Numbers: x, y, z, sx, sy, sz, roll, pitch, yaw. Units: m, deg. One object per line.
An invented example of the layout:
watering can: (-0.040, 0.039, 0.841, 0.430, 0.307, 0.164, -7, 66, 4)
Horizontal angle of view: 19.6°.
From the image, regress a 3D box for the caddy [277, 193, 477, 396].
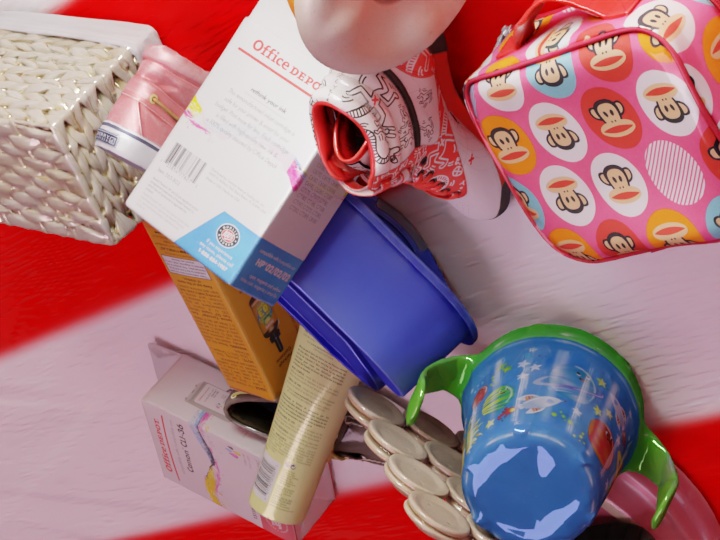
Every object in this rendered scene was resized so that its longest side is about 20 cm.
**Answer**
caddy: (0.000, 0.000, 1.539, 0.200, 0.105, 0.141, 44, 169, -13)

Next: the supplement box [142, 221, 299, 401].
supplement box: (-0.107, 0.010, 1.704, 0.068, 0.067, 0.201, 8, 133, 43)

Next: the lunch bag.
lunch bag: (0.156, -0.098, 1.266, 0.199, 0.082, 0.177, -9, 121, 53)

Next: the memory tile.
memory tile: (0.072, 0.158, 1.519, 0.152, 0.017, 0.200, 24, -163, -27)

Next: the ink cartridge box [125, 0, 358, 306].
ink cartridge box: (-0.058, -0.093, 1.448, 0.115, 0.201, 0.068, 35, -177, 30)

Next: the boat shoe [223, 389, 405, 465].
boat shoe: (-0.027, 0.131, 1.764, 0.201, 0.060, 0.072, 19, 141, 34)

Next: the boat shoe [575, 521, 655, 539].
boat shoe: (0.152, 0.235, 1.581, 0.199, 0.076, 0.074, 1, 135, 48)

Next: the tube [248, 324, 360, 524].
tube: (-0.037, 0.109, 1.697, 0.058, 0.052, 0.201, 12, 110, -16)

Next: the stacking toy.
stacking toy: (-0.031, -0.227, 1.306, 0.200, 0.146, 0.147, 40, 152, 36)

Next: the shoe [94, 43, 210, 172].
shoe: (-0.105, -0.093, 1.579, 0.200, 0.092, 0.071, 30, 175, -41)

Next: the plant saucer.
plant saucer: (0.186, 0.197, 1.614, 0.200, 0.051, 0.201, 28, 145, 22)

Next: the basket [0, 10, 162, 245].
basket: (-0.239, -0.113, 1.651, 0.199, 0.123, 0.136, 10, 137, 40)

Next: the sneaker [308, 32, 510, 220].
sneaker: (0.029, -0.077, 1.389, 0.067, 0.108, 0.202, 18, 149, 36)

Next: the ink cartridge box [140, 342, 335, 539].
ink cartridge box: (-0.126, 0.155, 1.894, 0.199, 0.068, 0.117, 23, 143, 29)

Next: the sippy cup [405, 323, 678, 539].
sippy cup: (0.127, 0.126, 1.470, 0.176, 0.130, 0.141, -10, 110, 18)
